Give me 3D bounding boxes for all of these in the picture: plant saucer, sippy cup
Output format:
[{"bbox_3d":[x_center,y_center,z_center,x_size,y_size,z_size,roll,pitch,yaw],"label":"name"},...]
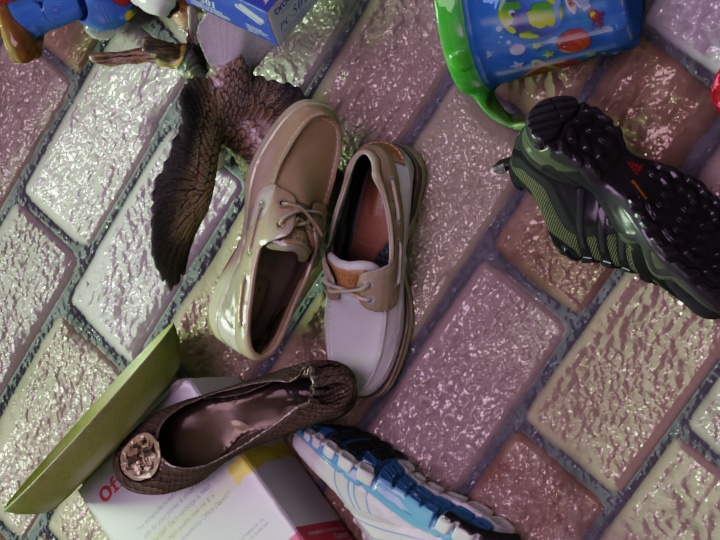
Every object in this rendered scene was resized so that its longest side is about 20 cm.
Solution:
[{"bbox_3d":[-0.207,0.125,1.364,0.031,0.200,0.200,42,110,-5],"label":"plant saucer"},{"bbox_3d":[0.131,-0.199,1.214,0.130,0.178,0.140,-5,51,18],"label":"sippy cup"}]

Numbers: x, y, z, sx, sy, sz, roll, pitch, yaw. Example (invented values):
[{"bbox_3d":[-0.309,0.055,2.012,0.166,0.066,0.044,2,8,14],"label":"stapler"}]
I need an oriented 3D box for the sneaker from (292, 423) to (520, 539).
[{"bbox_3d":[0.020,0.190,1.294,0.200,0.075,0.087,33,110,26],"label":"sneaker"}]

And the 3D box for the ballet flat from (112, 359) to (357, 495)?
[{"bbox_3d":[-0.098,0.115,1.289,0.200,0.046,0.068,-20,70,5],"label":"ballet flat"}]

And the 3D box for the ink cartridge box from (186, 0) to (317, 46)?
[{"bbox_3d":[-0.042,-0.268,1.295,0.094,0.044,0.200,28,69,25],"label":"ink cartridge box"}]

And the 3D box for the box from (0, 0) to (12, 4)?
[{"bbox_3d":[-0.330,-0.289,1.425,0.100,0.200,0.096,-39,69,22],"label":"box"}]

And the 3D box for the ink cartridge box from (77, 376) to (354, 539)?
[{"bbox_3d":[-0.109,0.202,1.356,0.145,0.083,0.200,-45,69,20],"label":"ink cartridge box"}]

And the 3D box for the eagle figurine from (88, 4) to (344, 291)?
[{"bbox_3d":[-0.106,-0.098,1.343,0.151,0.151,0.200,-24,66,12],"label":"eagle figurine"}]

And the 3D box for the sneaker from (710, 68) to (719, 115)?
[{"bbox_3d":[0.304,-0.086,1.151,0.115,0.078,0.201,-12,71,37],"label":"sneaker"}]

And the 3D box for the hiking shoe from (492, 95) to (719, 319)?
[{"bbox_3d":[0.187,-0.035,1.213,0.200,0.076,0.101,44,150,5],"label":"hiking shoe"}]

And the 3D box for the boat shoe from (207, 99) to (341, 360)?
[{"bbox_3d":[-0.055,-0.029,1.290,0.065,0.072,0.200,28,98,56],"label":"boat shoe"}]

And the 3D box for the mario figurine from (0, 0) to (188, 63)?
[{"bbox_3d":[-0.191,-0.213,1.396,0.200,0.106,0.124,-22,47,5],"label":"mario figurine"}]

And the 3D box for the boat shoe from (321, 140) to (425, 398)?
[{"bbox_3d":[0.000,0.000,1.309,0.075,0.068,0.201,7,93,27],"label":"boat shoe"}]
